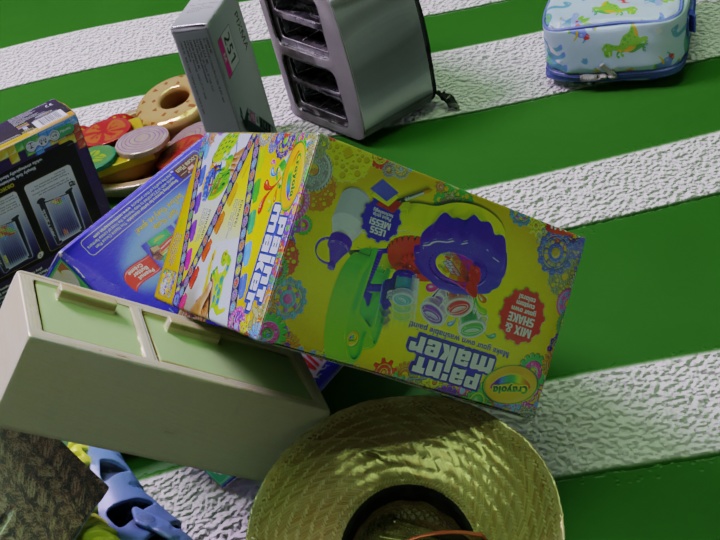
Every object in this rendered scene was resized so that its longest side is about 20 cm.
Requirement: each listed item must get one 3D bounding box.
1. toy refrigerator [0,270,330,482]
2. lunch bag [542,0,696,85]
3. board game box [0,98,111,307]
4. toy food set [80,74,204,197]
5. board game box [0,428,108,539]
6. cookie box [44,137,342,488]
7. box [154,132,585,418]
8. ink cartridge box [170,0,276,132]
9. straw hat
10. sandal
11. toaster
[{"bbox_3d":[-0.123,0.067,0.725,0.199,0.070,0.076,18,22,-29],"label":"toy refrigerator"},{"bbox_3d":[0.286,-0.278,1.279,0.159,0.083,0.201,-1,36,19],"label":"lunch bag"},{"bbox_3d":[-0.329,-0.038,1.070,0.199,0.166,0.057,-30,39,-24],"label":"board game box"},{"bbox_3d":[-0.238,-0.146,1.301,0.198,0.049,0.198,-20,35,-10],"label":"toy food set"},{"bbox_3d":[-0.287,0.171,0.742,0.199,0.097,0.160,-8,41,42],"label":"board game box"},{"bbox_3d":[-0.110,0.029,0.879,0.171,0.200,0.075,-46,1,-40],"label":"cookie box"},{"bbox_3d":[0.000,0.000,0.763,0.199,0.123,0.192,19,-2,-28],"label":"box"},{"bbox_3d":[-0.120,-0.194,1.192,0.043,0.201,0.174,-4,36,17],"label":"ink cartridge box"},{"bbox_3d":[0.029,0.181,0.700,0.199,0.086,0.202,-5,47,6],"label":"straw hat"},{"bbox_3d":[-0.162,0.179,0.797,0.086,0.080,0.200,9,20,-25],"label":"sandal"},{"bbox_3d":[-0.013,-0.252,1.263,0.118,0.182,0.199,-34,38,-24],"label":"toaster"}]
